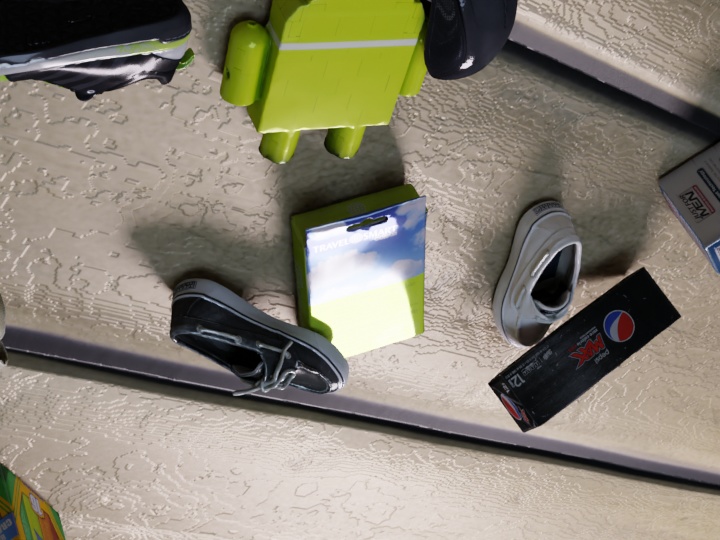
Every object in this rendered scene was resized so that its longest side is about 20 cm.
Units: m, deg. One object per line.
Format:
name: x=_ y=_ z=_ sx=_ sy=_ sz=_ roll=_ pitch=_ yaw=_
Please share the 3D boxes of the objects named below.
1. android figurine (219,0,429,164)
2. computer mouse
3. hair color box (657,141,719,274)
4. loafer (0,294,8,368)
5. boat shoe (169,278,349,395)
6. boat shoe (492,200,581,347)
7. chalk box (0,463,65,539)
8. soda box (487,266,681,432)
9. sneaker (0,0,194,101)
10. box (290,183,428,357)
android figurine: x=-0.021 y=-0.173 z=1.210 sx=0.181 sy=0.041 sz=0.200 roll=-7 pitch=138 yaw=-24
computer mouse: x=0.091 y=-0.220 z=1.178 sx=0.139 sy=0.053 sz=0.200 roll=-52 pitch=158 yaw=-29
hair color box: x=0.412 y=-0.096 z=1.504 sx=0.200 sy=0.100 sz=0.061 roll=-32 pitch=143 yaw=6
loafer: x=-0.328 y=0.025 z=1.229 sx=0.068 sy=0.076 sz=0.200 roll=-15 pitch=149 yaw=-18
boat shoe: x=-0.092 y=0.079 z=1.387 sx=0.073 sy=0.068 sz=0.199 roll=-25 pitch=135 yaw=35
boat shoe: x=0.182 y=0.021 z=1.525 sx=0.073 sy=0.065 sz=0.200 roll=-17 pitch=141 yaw=-14
chalk box: x=-0.344 y=0.312 z=1.429 sx=0.124 sy=0.200 sz=0.125 roll=-28 pitch=142 yaw=1
soda box: x=0.234 y=0.083 z=1.570 sx=0.200 sy=0.071 sz=0.063 roll=-35 pitch=176 yaw=-13
sneaker: x=-0.213 y=-0.151 z=1.096 sx=0.199 sy=0.072 sz=0.083 roll=-10 pitch=139 yaw=-22
box: x=0.000 y=0.000 z=1.408 sx=0.122 sy=0.048 sz=0.200 roll=-17 pitch=141 yaw=-13
